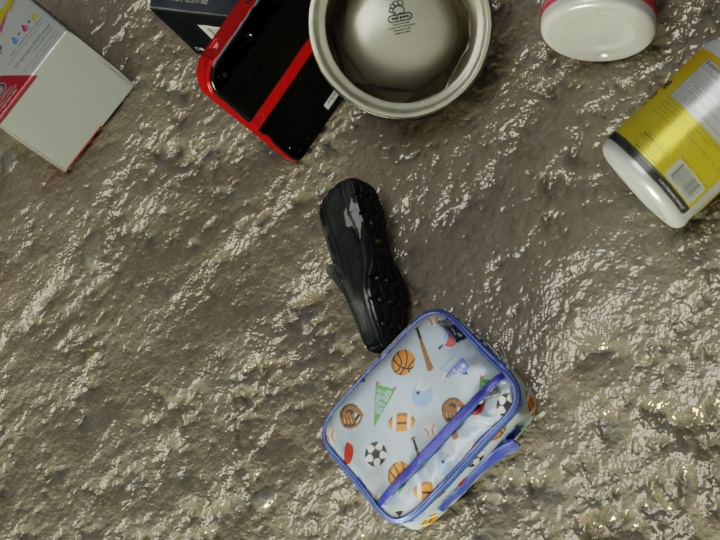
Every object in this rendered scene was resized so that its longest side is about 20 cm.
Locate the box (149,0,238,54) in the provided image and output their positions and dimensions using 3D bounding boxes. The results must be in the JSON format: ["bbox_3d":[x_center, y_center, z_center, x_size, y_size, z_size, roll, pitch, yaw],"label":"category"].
[{"bbox_3d":[-0.117,-0.362,1.662,0.194,0.117,0.203,12,75,32],"label":"box"}]

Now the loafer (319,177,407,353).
[{"bbox_3d":[0.000,0.000,1.484,0.070,0.068,0.203,-33,58,35],"label":"loafer"}]

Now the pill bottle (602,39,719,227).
[{"bbox_3d":[0.335,-0.145,1.328,0.200,0.112,0.112,-44,56,5],"label":"pill bottle"}]

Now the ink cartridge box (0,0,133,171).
[{"bbox_3d":[-0.420,-0.255,1.764,0.199,0.144,0.146,39,91,35],"label":"ink cartridge box"}]

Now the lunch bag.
[{"bbox_3d":[0.071,0.146,1.376,0.200,0.075,0.160,-46,58,5],"label":"lunch bag"}]

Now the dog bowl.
[{"bbox_3d":[0.042,-0.260,1.511,0.197,0.074,0.204,0,90,-1],"label":"dog bowl"}]

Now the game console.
[{"bbox_3d":[-0.074,-0.245,1.557,0.201,0.176,0.031,-55,41,-2],"label":"game console"}]

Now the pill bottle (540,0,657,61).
[{"bbox_3d":[0.249,-0.332,1.448,0.118,0.119,0.203,-5,68,26],"label":"pill bottle"}]
